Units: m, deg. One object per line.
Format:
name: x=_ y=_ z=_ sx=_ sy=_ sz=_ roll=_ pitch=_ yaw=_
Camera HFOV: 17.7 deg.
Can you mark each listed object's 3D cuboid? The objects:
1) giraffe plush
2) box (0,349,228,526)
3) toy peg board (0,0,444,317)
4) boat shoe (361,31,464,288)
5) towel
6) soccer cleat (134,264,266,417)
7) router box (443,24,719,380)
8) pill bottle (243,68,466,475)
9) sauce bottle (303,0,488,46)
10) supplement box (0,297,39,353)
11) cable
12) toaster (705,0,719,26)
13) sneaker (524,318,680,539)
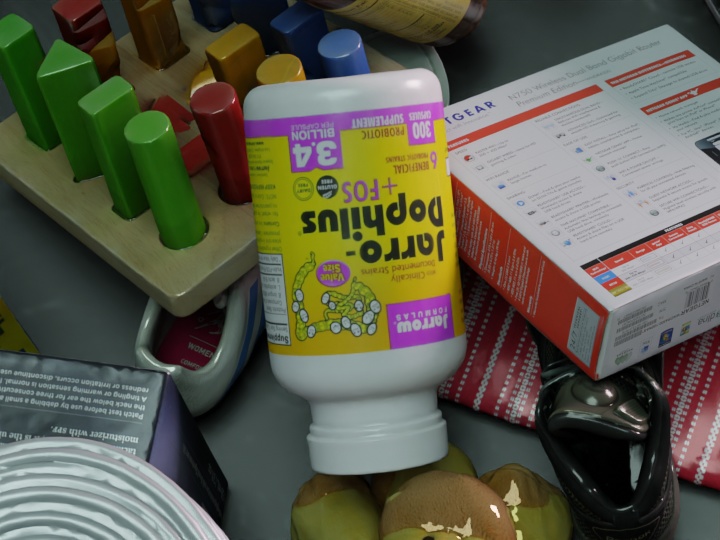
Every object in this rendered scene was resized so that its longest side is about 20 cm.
giraffe plush: x=0.037 y=0.167 z=1.180 sx=0.172 sy=0.162 sz=0.201 roll=-15 pitch=67 yaw=0
box: x=-0.152 y=0.168 z=1.185 sx=0.123 sy=0.200 sz=0.199 roll=7 pitch=70 yaw=9
toy peg board: x=-0.094 y=-0.107 z=1.290 sx=0.199 sy=0.098 sz=0.200 roll=-38 pitch=49 yaw=-20
boat shoe: x=0.022 y=-0.049 z=1.324 sx=0.075 sy=0.060 sz=0.201 roll=-6 pitch=54 yaw=11
towel: x=0.144 y=0.032 z=1.298 sx=0.199 sy=0.023 sz=0.145 roll=18 pitch=74 yaw=15
soccer cleat: x=-0.067 y=-0.010 z=1.305 sx=0.070 sy=0.086 sz=0.201 roll=20 pitch=72 yaw=14
router box: x=0.148 y=-0.043 z=1.247 sx=0.199 sy=0.049 sz=0.179 roll=-22 pitch=47 yaw=-29
pill bottle: x=0.000 y=0.000 z=1.193 sx=0.104 sy=0.104 sz=0.201 roll=-6 pitch=95 yaw=4
sauce bottle: x=-0.007 y=-0.173 z=1.269 sx=0.064 sy=0.200 sz=0.065 roll=-8 pitch=76 yaw=36
supplement box: x=-0.292 y=-0.006 z=1.318 sx=0.109 sy=0.110 sz=0.200 roll=-39 pitch=70 yaw=-9
cable: x=-0.143 y=0.173 z=1.036 sx=0.199 sy=0.069 sz=0.201 roll=-24 pitch=70 yaw=-4
toaster: x=0.266 y=-0.179 z=1.318 sx=0.129 sy=0.114 sz=0.201 roll=-24 pitch=61 yaw=-1
sneaker: x=0.127 y=0.047 z=1.225 sx=0.076 sy=0.114 sz=0.200 roll=-8 pitch=67 yaw=5
